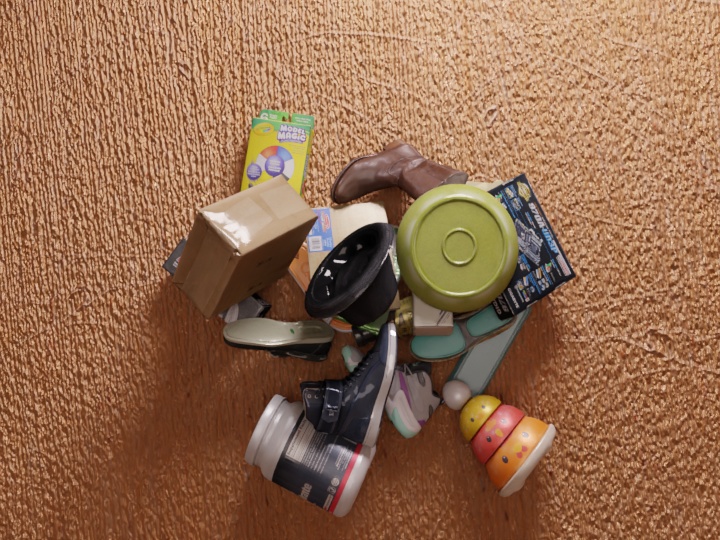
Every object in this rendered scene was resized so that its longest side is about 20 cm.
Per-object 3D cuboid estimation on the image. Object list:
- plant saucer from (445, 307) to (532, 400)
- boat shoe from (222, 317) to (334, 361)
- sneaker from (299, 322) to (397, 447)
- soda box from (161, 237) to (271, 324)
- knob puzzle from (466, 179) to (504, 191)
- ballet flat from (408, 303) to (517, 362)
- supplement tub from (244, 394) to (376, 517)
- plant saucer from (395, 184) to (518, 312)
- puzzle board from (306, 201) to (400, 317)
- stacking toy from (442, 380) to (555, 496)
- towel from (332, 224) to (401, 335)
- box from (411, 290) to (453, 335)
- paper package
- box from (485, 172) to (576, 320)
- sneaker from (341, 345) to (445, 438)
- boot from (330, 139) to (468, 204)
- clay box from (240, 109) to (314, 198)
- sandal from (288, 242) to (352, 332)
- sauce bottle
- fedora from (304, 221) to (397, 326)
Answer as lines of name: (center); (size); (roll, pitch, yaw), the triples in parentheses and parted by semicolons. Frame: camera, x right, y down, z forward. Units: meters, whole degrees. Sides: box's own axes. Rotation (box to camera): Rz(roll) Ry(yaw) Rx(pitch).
plant saucer: (0.230, 0.136, 1.158); (0.069, 0.019, 0.202); (30, 90, 7)
boat shoe: (-0.145, 0.128, 1.139); (0.196, 0.072, 0.069); (5, 123, -21)
sneaker: (-0.021, 0.172, 1.056); (0.143, 0.077, 0.207); (15, 89, -3)
soda box: (-0.262, 0.031, 1.186); (0.199, 0.063, 0.071); (39, 90, 7)
knob puzzle: (0.236, -0.061, 1.162); (0.214, 0.030, 0.225); (0, 81, 2)
ballet flat: (0.181, 0.108, 1.128); (0.197, 0.071, 0.072); (-25, 84, 7)
supplement tub: (-0.084, 0.314, 1.112); (0.197, 0.140, 0.143); (25, 89, 6)
plant saucer: (0.153, -0.036, 1.018); (0.195, 0.031, 0.205); (0, 89, 2)
puzzle board: (-0.017, -0.021, 1.128); (0.147, 0.017, 0.204); (-6, 69, -6)
stacking toy: (0.216, 0.266, 1.102); (0.199, 0.146, 0.147); (39, 90, 17)
towel: (0.000, 0.000, 1.146); (0.146, 0.031, 0.203); (19, 68, 3)
box: (0.119, 0.003, 1.091); (0.067, 0.082, 0.205); (-1, 76, 4)
paper package: (-0.193, -0.040, 1.082); (0.104, 0.199, 0.191); (46, 133, 10)
box: (0.254, -0.042, 1.086); (0.157, 0.046, 0.203); (-27, 89, -27)
sneaker: (0.069, 0.177, 1.141); (0.140, 0.078, 0.201); (-41, 99, -2)
boot: (0.065, -0.140, 1.102); (0.185, 0.065, 0.200); (-38, 45, -10)
clay box: (-0.154, -0.198, 1.199); (0.112, 0.048, 0.205); (8, 88, 5)
sandal: (-0.073, 0.030, 1.170); (0.079, 0.059, 0.207); (-44, 84, 1)
sauce bottle: (0.081, 0.083, 1.151); (0.196, 0.065, 0.066); (-23, 85, 3)
fedora: (0.001, 0.019, 1.045); (0.200, 0.201, 0.092); (-42, 114, 2)
